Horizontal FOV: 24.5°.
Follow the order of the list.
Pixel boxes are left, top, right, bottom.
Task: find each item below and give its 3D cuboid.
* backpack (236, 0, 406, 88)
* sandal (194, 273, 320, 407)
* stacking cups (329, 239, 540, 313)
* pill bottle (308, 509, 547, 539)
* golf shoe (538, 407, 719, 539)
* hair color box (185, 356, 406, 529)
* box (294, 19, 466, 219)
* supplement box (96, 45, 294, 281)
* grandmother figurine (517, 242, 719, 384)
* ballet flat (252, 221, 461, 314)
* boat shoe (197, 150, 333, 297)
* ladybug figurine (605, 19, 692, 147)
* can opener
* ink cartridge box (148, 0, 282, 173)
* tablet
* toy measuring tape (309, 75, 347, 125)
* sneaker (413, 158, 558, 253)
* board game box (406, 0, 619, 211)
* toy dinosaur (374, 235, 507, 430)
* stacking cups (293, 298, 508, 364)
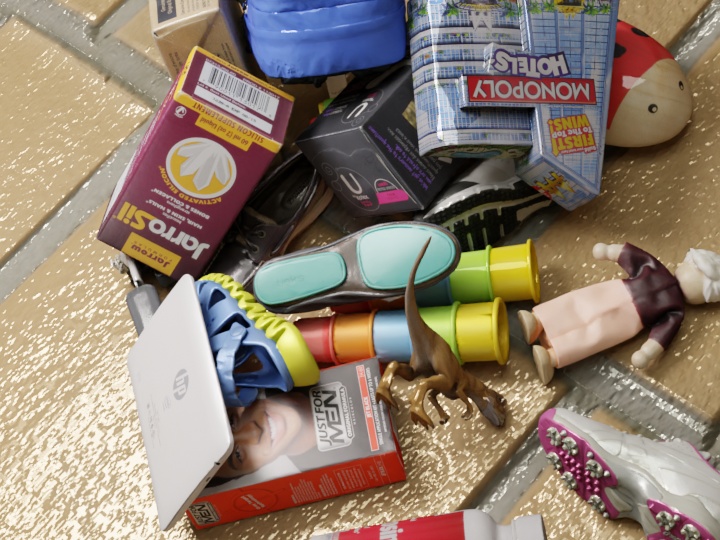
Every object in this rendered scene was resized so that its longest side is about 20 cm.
[{"bbox_3d":[-0.043,-0.267,1.575,0.161,0.169,0.200,-12,27,-1],"label":"backpack"},{"bbox_3d":[-0.122,0.065,1.507,0.087,0.080,0.200,-32,30,-19],"label":"sandal"},{"bbox_3d":[0.068,0.016,1.563,0.198,0.061,0.061,-9,55,12],"label":"stacking cups"},{"bbox_3d":[0.059,0.259,1.366,0.198,0.113,0.113,-10,55,6],"label":"pill bottle"},{"bbox_3d":[0.243,0.173,1.414,0.200,0.076,0.091,36,56,28],"label":"golf shoe"},{"bbox_3d":[-0.066,0.156,1.495,0.198,0.061,0.102,-15,56,4],"label":"hair color box"},{"bbox_3d":[0.054,-0.156,1.604,0.200,0.106,0.122,-49,22,-26],"label":"box"},{"bbox_3d":[-0.158,-0.096,1.578,0.110,0.200,0.086,27,36,-12],"label":"supplement box"},{"bbox_3d":[0.245,0.029,1.511,0.199,0.061,0.122,-19,82,-3],"label":"grandmother figurine"},{"bbox_3d":[0.000,0.000,1.520,0.198,0.073,0.074,-12,55,13],"label":"ballet flat"},{"bbox_3d":[-0.100,-0.041,1.629,0.072,0.065,0.200,32,70,26],"label":"boat shoe"},{"bbox_3d":[0.239,-0.199,1.642,0.199,0.072,0.136,33,62,30],"label":"ladybug figurine"},{"bbox_3d":[-0.196,0.034,1.610,0.066,0.053,0.201,-20,55,1],"label":"can opener"},{"bbox_3d":[-0.146,-0.212,1.654,0.075,0.201,0.165,-18,39,4],"label":"ink cartridge box"},{"bbox_3d":[-0.165,0.116,1.478,0.014,0.130,0.201,13,42,-33],"label":"tablet"},{"bbox_3d":[-0.023,-0.173,1.696,0.073,0.074,0.201,-14,56,4],"label":"toy measuring tape"},{"bbox_3d":[0.132,-0.083,1.599,0.199,0.074,0.080,-24,48,-21],"label":"sneaker"},{"bbox_3d":[0.151,-0.159,1.532,0.198,0.062,0.202,-1,77,-21],"label":"board game box"},{"bbox_3d":[0.059,0.074,1.451,0.060,0.200,0.106,10,54,46],"label":"toy dinosaur"},{"bbox_3d":[0.034,0.064,1.528,0.198,0.061,0.061,-6,56,14],"label":"stacking cups"}]
